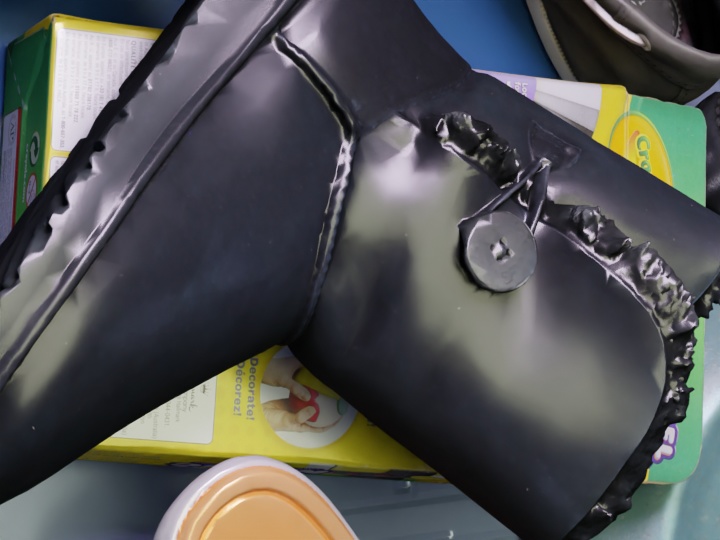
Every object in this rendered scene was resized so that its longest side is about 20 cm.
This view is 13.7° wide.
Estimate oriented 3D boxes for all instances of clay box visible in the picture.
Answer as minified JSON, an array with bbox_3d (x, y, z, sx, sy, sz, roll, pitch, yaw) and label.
[{"bbox_3d":[0.000,0.000,0.832,0.199,0.048,0.115,6,81,-23],"label":"clay box"}]

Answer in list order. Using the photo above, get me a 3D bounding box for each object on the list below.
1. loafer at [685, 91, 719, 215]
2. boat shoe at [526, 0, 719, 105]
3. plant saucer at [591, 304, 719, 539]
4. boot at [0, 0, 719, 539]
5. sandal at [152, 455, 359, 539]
[{"bbox_3d":[0.187,-0.029,0.909,0.200,0.070,0.068,9,52,-26],"label":"loafer"},{"bbox_3d":[0.052,-0.137,0.870,0.067,0.057,0.200,-35,100,-25],"label":"boat shoe"},{"bbox_3d":[0.143,0.091,0.900,0.199,0.036,0.201,3,83,-25],"label":"plant saucer"},{"bbox_3d":[-0.005,0.020,0.756,0.168,0.076,0.200,39,62,-8],"label":"boot"},{"bbox_3d":[0.012,0.142,0.798,0.079,0.059,0.207,-41,116,-18],"label":"sandal"}]
